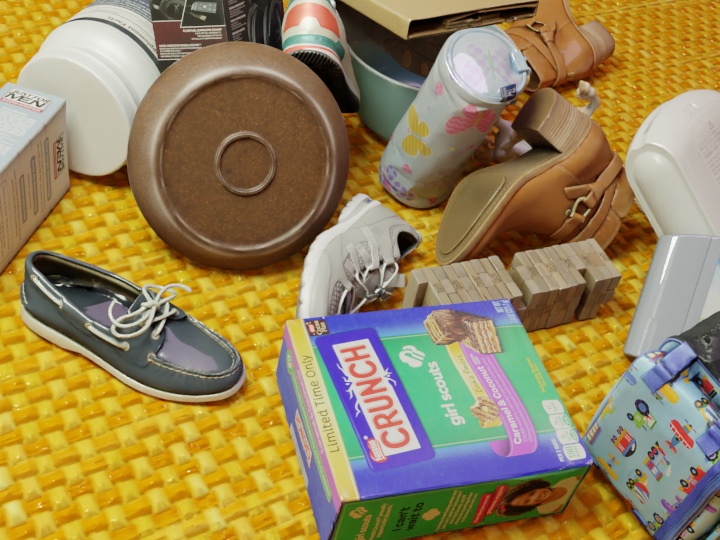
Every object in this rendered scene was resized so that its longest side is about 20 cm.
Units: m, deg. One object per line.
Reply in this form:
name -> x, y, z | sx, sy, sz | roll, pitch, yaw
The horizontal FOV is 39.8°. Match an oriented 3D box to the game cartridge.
game cartridge -> 0.351, 0.045, 0.893 | 0.197, 0.040, 0.135 | 19, 84, 6

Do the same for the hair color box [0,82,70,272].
hair color box -> -0.318, -0.061, 0.840 | 0.060, 0.100, 0.201 | 17, 42, 5

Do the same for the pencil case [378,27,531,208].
pencil case -> 0.086, -0.142, 0.956 | 0.090, 0.200, 0.084 | -22, 72, -30

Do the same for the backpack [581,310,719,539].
backpack -> 0.283, 0.147, 0.730 | 0.133, 0.183, 0.201 | -24, 65, -24

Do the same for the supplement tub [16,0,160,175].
supplement tub -> -0.229, -0.198, 0.979 | 0.139, 0.141, 0.201 | 21, 43, 9

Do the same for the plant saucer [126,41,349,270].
plant saucer -> -0.102, -0.094, 0.864 | 0.197, 0.203, 0.034 | 0, 16, -15

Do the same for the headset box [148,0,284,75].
headset box -> -0.129, -0.242, 0.918 | 0.076, 0.203, 0.149 | 3, 24, 16

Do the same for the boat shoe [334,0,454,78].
boat shoe -> 0.045, -0.258, 1.012 | 0.198, 0.076, 0.072 | 29, 42, 14

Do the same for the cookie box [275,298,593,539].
cookie box -> 0.049, 0.113, 0.769 | 0.197, 0.076, 0.172 | -5, 46, -19

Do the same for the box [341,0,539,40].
box -> 0.048, -0.278, 0.965 | 0.162, 0.022, 0.200 | -18, 42, -32

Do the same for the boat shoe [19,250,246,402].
boat shoe -> -0.182, 0.040, 0.795 | 0.198, 0.062, 0.075 | 25, 41, 11

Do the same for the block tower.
block tower -> 0.139, 0.021, 0.907 | 0.197, 0.054, 0.058 | -9, 46, -22

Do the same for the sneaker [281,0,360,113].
sneaker -> -0.036, -0.215, 0.965 | 0.069, 0.200, 0.095 | 2, 83, 5

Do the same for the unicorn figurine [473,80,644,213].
unicorn figurine -> 0.211, -0.137, 1.056 | 0.197, 0.138, 0.075 | 8, 68, 14

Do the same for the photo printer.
photo printer -> 0.347, -0.076, 0.984 | 0.166, 0.069, 0.202 | -36, 98, -41

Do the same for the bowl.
bowl -> 0.067, -0.206, 1.093 | 0.198, 0.106, 0.202 | 8, 43, -7

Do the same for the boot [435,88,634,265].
boot -> 0.177, -0.054, 0.963 | 0.154, 0.201, 0.074 | 36, 4, -31

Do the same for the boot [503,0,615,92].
boot -> 0.210, -0.307, 1.266 | 0.154, 0.074, 0.200 | -29, 54, -32

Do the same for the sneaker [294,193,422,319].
sneaker -> 0.000, 0.000, 0.876 | 0.081, 0.075, 0.201 | 20, 42, 10
